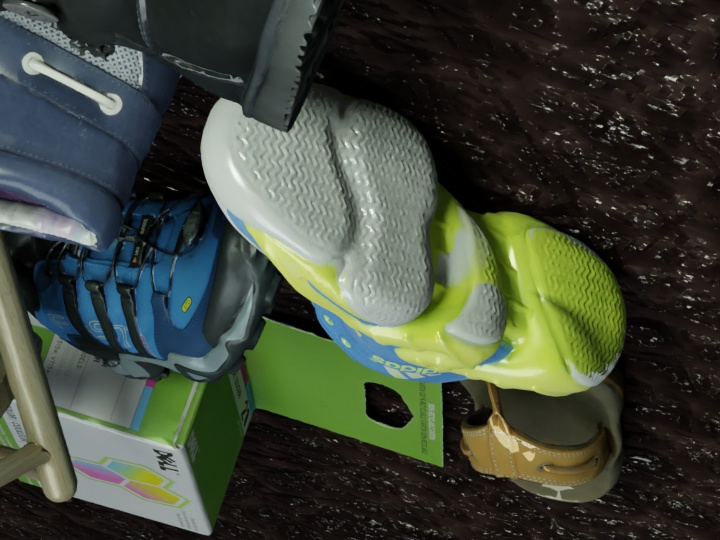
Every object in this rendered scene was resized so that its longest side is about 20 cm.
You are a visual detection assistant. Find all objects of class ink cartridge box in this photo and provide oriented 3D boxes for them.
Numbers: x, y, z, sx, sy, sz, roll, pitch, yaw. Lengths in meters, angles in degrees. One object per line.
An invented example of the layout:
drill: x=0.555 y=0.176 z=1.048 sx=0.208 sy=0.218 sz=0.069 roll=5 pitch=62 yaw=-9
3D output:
ink cartridge box: x=-0.066 y=0.073 z=1.129 sx=0.200 sy=0.076 sz=0.148 roll=17 pitch=160 yaw=9

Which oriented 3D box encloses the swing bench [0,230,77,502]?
swing bench: x=-0.229 y=-0.001 z=0.952 sx=0.199 sy=0.200 sz=0.130 roll=12 pitch=-157 yaw=29

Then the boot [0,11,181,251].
boot: x=-0.161 y=-0.076 z=0.807 sx=0.200 sy=0.090 sz=0.073 roll=16 pitch=160 yaw=5

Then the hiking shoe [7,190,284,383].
hiking shoe: x=-0.091 y=0.002 z=0.968 sx=0.087 sy=0.075 sz=0.200 roll=25 pitch=159 yaw=-19

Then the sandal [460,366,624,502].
sandal: x=0.073 y=0.071 z=1.035 sx=0.080 sy=0.054 sz=0.200 roll=12 pitch=159 yaw=18

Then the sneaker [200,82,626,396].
sneaker: x=0.000 y=0.000 z=0.876 sx=0.200 sy=0.076 sz=0.105 roll=31 pitch=151 yaw=-34

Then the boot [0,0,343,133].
boot: x=-0.099 y=-0.116 z=0.704 sx=0.200 sy=0.066 sz=0.165 roll=23 pitch=158 yaw=-1
